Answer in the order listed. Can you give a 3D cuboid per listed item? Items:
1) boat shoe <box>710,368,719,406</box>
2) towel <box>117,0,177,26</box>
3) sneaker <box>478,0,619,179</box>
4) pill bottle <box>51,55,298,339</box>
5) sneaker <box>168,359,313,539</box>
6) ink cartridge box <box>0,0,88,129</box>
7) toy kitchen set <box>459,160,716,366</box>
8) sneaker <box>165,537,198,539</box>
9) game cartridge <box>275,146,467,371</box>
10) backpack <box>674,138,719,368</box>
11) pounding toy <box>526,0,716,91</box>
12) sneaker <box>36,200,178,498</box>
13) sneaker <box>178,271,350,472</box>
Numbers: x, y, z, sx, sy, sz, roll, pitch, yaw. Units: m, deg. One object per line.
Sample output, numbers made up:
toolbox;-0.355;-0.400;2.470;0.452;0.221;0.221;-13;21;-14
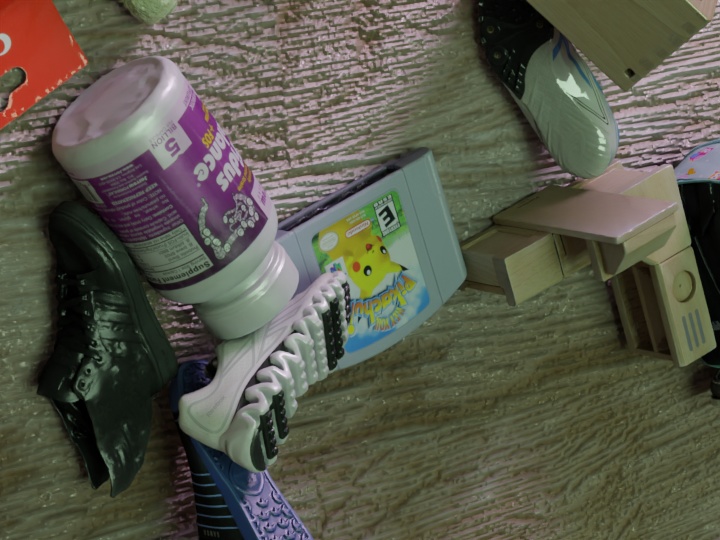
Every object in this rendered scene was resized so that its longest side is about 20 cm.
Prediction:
boat shoe;0.396;0.069;1.955;0.200;0.071;0.061;-28;111;-40
towel;-0.153;-0.298;1.503;0.148;0.036;0.201;36;74;-34
sneaker;0.159;-0.172;1.751;0.201;0.071;0.073;61;20;-17
pill bottle;-0.130;-0.049;1.506;0.112;0.112;0.201;-48;121;-22
sneaker;-0.103;0.168;1.554;0.070;0.078;0.201;-4;58;-42
ink cartridge box;-0.282;-0.186;1.411;0.160;0.047;0.201;-41;116;-27
toy kitchen set;0.218;0.026;1.744;0.199;0.163;0.182;-27;111;-28
sneaker;-0.094;0.253;1.591;0.199;0.085;0.078;6;92;-38
game cartridge;0.000;0.000;1.662;0.199;0.040;0.134;-31;117;-30
backpack;0.357;-0.027;1.846;0.153;0.175;0.201;-48;114;-29
pounding toy;0.211;-0.259;1.711;0.184;0.142;0.201;40;38;-14
sneaker;-0.198;0.058;1.500;0.104;0.060;0.201;-44;123;-30
sneaker;-0.068;0.064;1.548;0.200;0.080;0.076;-53;149;-44
